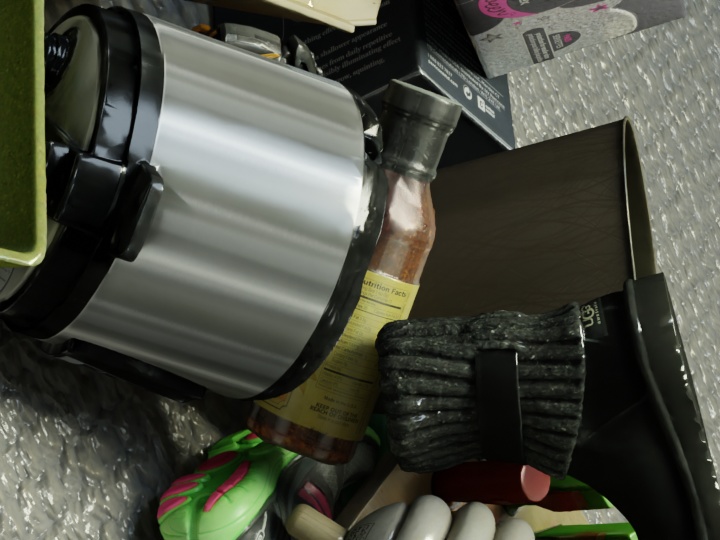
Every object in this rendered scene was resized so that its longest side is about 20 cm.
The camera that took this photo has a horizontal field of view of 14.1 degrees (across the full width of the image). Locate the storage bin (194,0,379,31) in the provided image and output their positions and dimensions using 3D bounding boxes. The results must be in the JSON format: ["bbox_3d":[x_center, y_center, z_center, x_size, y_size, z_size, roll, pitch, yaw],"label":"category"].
[{"bbox_3d":[-0.110,-0.200,1.546,0.199,0.200,0.094,14,89,-55],"label":"storage bin"}]

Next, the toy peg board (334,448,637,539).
[{"bbox_3d":[0.091,0.182,1.655,0.199,0.098,0.200,-51,118,-37],"label":"toy peg board"}]

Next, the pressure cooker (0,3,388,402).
[{"bbox_3d":[-0.108,-0.039,1.453,0.200,0.176,0.179,19,53,-25],"label":"pressure cooker"}]

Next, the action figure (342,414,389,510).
[{"bbox_3d":[0.007,0.078,1.719,0.118,0.055,0.200,17,58,-55],"label":"action figure"}]

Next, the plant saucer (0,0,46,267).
[{"bbox_3d":[-0.246,-0.091,1.341,0.200,0.048,0.200,13,52,-24],"label":"plant saucer"}]

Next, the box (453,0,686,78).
[{"bbox_3d":[0.104,-0.200,1.647,0.200,0.132,0.115,55,18,-74],"label":"box"}]

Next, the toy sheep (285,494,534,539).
[{"bbox_3d":[0.047,0.182,1.506,0.200,0.138,0.138,27,34,-3],"label":"toy sheep"}]

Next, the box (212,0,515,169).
[{"bbox_3d":[-0.002,-0.145,1.783,0.107,0.148,0.200,37,39,-44],"label":"box"}]

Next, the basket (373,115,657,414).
[{"bbox_3d":[0.059,0.014,1.601,0.136,0.200,0.180,-75,156,-62],"label":"basket"}]

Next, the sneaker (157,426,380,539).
[{"bbox_3d":[-0.048,0.132,1.573,0.200,0.077,0.084,-31,112,-59],"label":"sneaker"}]

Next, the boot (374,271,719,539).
[{"bbox_3d":[0.100,0.092,1.512,0.079,0.158,0.211,-96,170,-52],"label":"boot"}]

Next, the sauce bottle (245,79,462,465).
[{"bbox_3d":[0.000,0.000,1.518,0.066,0.066,0.200,15,95,-57],"label":"sauce bottle"}]

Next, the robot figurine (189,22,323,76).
[{"bbox_3d":[-0.070,-0.072,1.616,0.200,0.145,0.058,38,42,-54],"label":"robot figurine"}]
